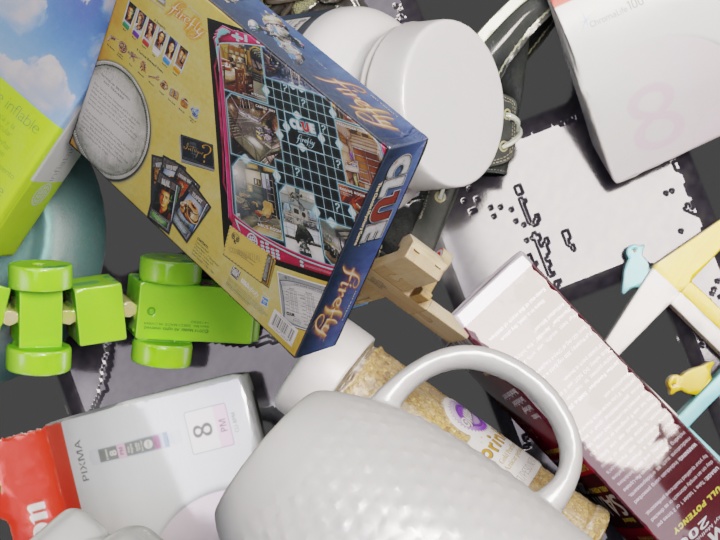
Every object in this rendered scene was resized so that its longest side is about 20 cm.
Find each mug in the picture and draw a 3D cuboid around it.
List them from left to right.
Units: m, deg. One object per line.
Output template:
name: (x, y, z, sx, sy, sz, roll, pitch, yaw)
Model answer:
mug: (0.033, 0.132, 0.897, 0.175, 0.148, 0.200, 38, 80, 9)

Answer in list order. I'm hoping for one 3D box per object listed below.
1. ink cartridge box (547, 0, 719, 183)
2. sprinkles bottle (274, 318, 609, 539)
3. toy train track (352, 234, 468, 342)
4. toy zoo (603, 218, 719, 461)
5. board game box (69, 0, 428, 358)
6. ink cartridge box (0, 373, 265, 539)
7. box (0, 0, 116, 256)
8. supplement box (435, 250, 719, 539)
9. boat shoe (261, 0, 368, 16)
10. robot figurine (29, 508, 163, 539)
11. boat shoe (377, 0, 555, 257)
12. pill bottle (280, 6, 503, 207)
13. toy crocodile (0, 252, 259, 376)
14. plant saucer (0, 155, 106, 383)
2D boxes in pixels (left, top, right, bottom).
ink cartridge box: (0.190, -0.163, 0.977, 0.162, 0.200, 0.057, -24, 45, 2)
sprinkles bottle: (0.047, 0.110, 0.988, 0.200, 0.068, 0.068, 36, 90, 5)
toy train track: (0.000, 0.000, 0.972, 0.115, 0.200, 0.033, 36, 70, -15)
toy zoo: (0.237, 0.054, 1.037, 0.200, 0.020, 0.131, 45, 90, 4)
board game box: (-0.066, -0.068, 0.900, 0.200, 0.035, 0.136, 42, 125, 26)
ink cartridge box: (-0.145, 0.165, 1.033, 0.199, 0.057, 0.163, -15, 87, -2)
box: (-0.204, -0.122, 0.994, 0.122, 0.048, 0.200, 40, 104, 12)
supplement box: (0.135, 0.087, 0.995, 0.061, 0.109, 0.200, -43, 85, -7)
boat shoe: (-0.049, -0.179, 1.041, 0.072, 0.066, 0.201, -35, 86, 0)
robot figurine: (-0.113, 0.222, 0.943, 0.200, 0.170, 0.113, 38, 53, 14)
boat shoe: (0.069, -0.087, 1.027, 0.068, 0.072, 0.200, 37, 97, 9)
pill bottle: (-0.024, -0.087, 0.964, 0.200, 0.119, 0.120, 0, 87, 41)
toy crocodile: (-0.156, 0.023, 1.028, 0.199, 0.062, 0.068, -1, 101, -19)
plant saucer: (-0.261, -0.024, 1.061, 0.199, 0.036, 0.201, 0, 87, 4)
